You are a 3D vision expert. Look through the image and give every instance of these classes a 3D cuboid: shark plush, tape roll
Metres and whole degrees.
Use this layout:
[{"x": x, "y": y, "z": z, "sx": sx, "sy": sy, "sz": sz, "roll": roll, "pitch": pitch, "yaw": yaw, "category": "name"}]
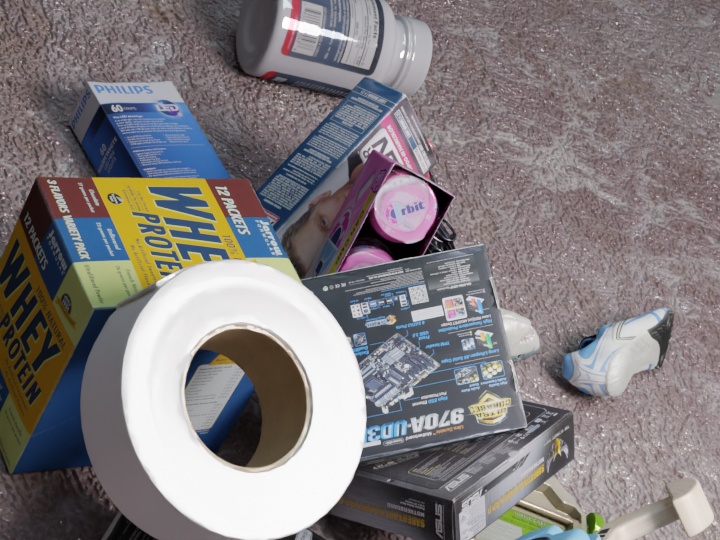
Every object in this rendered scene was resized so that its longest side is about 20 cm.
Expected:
[{"x": 0.063, "y": 0.089, "z": 1.480, "sx": 0.091, "sy": 0.199, "sz": 0.083, "roll": 58, "pitch": -1, "yaw": 37, "category": "shark plush"}, {"x": -0.096, "y": 0.096, "z": 1.173, "sx": 0.201, "sy": 0.071, "sz": 0.204, "roll": 11, "pitch": 70, "yaw": -31, "category": "tape roll"}]

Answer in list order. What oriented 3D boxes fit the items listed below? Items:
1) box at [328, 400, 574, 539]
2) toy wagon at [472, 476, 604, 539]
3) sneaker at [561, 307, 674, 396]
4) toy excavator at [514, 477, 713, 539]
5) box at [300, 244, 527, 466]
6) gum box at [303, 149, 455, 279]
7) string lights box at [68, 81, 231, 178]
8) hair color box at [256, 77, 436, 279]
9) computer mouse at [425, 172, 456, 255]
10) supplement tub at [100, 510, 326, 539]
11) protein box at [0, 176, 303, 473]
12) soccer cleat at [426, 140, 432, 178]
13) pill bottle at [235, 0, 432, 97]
[{"x": 0.070, "y": 0.164, "z": 1.432, "sx": 0.158, "sy": 0.049, "sz": 0.200, "roll": 9, "pitch": 22, "yaw": 35, "category": "box"}, {"x": 0.148, "y": 0.223, "z": 1.499, "sx": 0.154, "sy": 0.040, "sz": 0.201, "roll": 23, "pitch": 37, "yaw": -13, "category": "toy wagon"}, {"x": 0.276, "y": 0.078, "z": 1.732, "sx": 0.072, "sy": 0.072, "sz": 0.200, "roll": 19, "pitch": 22, "yaw": 28, "category": "sneaker"}, {"x": 0.184, "y": 0.244, "z": 1.382, "sx": 0.100, "sy": 0.194, "sz": 0.200, "roll": 64, "pitch": 30, "yaw": -6, "category": "toy excavator"}, {"x": 0.025, "y": 0.075, "z": 1.371, "sx": 0.199, "sy": 0.046, "sz": 0.160, "roll": -12, "pitch": 78, "yaw": -7, "category": "box"}, {"x": 0.000, "y": 0.000, "z": 1.465, "sx": 0.066, "sy": 0.201, "sz": 0.114, "roll": 27, "pitch": 5, "yaw": -12, "category": "gum box"}, {"x": -0.190, "y": -0.095, "z": 1.589, "sx": 0.102, "sy": 0.059, "sz": 0.200, "roll": -6, "pitch": 51, "yaw": -40, "category": "string lights box"}, {"x": -0.024, "y": -0.074, "z": 1.556, "sx": 0.060, "sy": 0.100, "sz": 0.200, "roll": 29, "pitch": 70, "yaw": 40, "category": "hair color box"}, {"x": 0.003, "y": -0.064, "z": 1.707, "sx": 0.199, "sy": 0.053, "sz": 0.139, "roll": 13, "pitch": 49, "yaw": -37, "category": "computer mouse"}, {"x": -0.095, "y": 0.232, "z": 1.244, "sx": 0.199, "sy": 0.123, "sz": 0.123, "roll": 33, "pitch": 37, "yaw": -1, "category": "supplement tub"}, {"x": -0.183, "y": 0.043, "z": 1.324, "sx": 0.198, "sy": 0.200, "sz": 0.135, "roll": -2, "pitch": 49, "yaw": -37, "category": "protein box"}, {"x": 0.037, "y": -0.053, "z": 1.620, "sx": 0.066, "sy": 0.077, "sz": 0.201, "roll": 28, "pitch": 39, "yaw": -19, "category": "soccer cleat"}, {"x": -0.027, "y": -0.256, "z": 1.837, "sx": 0.199, "sy": 0.120, "sz": 0.120, "roll": 11, "pitch": 42, "yaw": -27, "category": "pill bottle"}]
